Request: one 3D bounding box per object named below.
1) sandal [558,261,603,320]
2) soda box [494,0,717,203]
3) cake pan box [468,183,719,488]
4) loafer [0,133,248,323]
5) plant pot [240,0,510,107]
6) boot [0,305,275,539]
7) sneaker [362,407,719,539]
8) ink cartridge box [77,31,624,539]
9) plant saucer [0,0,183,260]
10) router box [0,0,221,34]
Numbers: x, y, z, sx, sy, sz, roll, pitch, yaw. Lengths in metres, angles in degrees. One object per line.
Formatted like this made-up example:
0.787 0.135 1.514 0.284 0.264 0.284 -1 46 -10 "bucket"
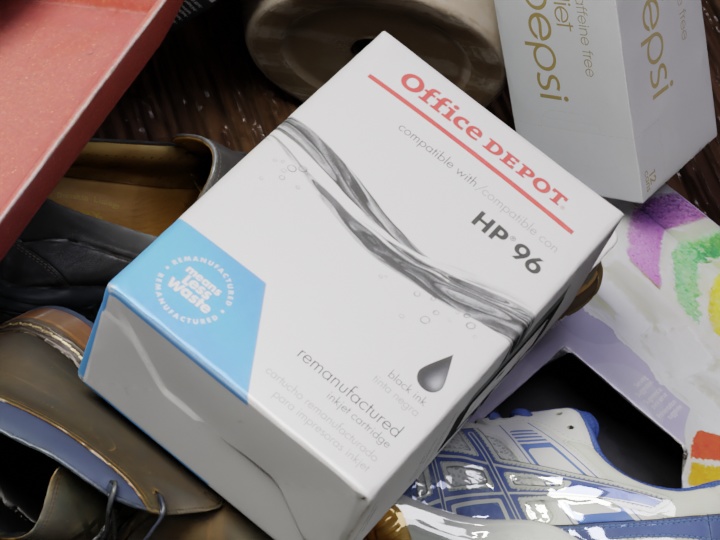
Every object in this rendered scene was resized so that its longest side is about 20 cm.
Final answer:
0.000 0.000 0.885 0.200 0.054 0.080 -12 30 -15 "sandal"
0.096 -0.132 0.944 0.064 0.200 0.068 12 37 37 "soda box"
0.116 0.061 0.943 0.184 0.052 0.200 40 50 17 "cake pan box"
-0.066 -0.021 0.925 0.200 0.072 0.073 -6 54 -26 "loafer"
0.019 -0.168 1.020 0.200 0.200 0.174 15 64 -9 "plant pot"
-0.080 0.098 0.799 0.200 0.075 0.097 40 25 13 "boot"
0.047 0.086 0.843 0.200 0.075 0.088 23 61 17 "sneaker"
0.010 -0.004 0.814 0.116 0.068 0.200 38 56 9 "ink cartridge box"
-0.181 -0.058 0.871 0.199 0.037 0.200 10 50 30 "plant saucer"
-0.128 -0.181 0.987 0.157 0.052 0.200 -31 57 12 "router box"
